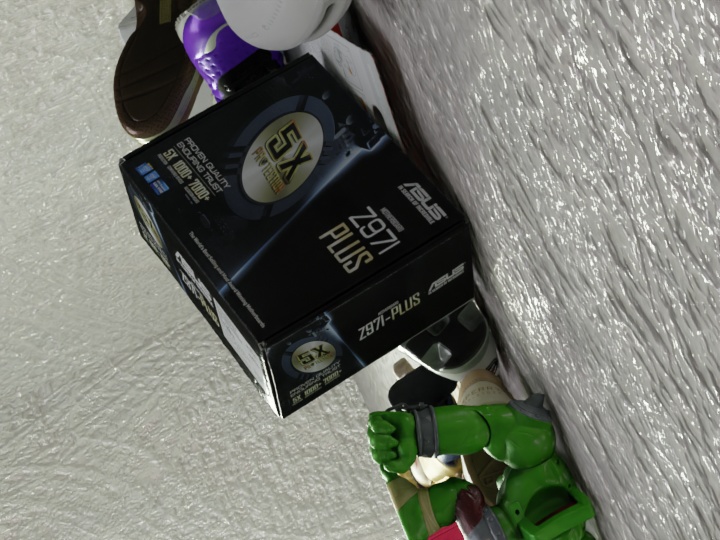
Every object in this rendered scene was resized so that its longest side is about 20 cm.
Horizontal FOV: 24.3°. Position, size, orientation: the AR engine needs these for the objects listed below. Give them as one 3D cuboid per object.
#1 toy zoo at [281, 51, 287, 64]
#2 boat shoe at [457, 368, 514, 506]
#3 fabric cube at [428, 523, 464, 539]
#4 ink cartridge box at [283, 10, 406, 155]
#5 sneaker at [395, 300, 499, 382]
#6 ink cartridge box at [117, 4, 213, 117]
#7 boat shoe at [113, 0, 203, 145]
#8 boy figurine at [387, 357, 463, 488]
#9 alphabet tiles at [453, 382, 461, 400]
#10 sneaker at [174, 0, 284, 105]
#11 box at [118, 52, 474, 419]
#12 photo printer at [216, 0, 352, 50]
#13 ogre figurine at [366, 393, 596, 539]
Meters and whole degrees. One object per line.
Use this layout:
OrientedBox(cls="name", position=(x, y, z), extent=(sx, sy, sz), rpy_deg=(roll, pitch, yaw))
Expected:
OrientedBox(cls="toy zoo", position=(-0.051, -0.126, 1.396), extent=(0.130, 0.021, 0.201), rpy_deg=(10, 141, 29))
OrientedBox(cls="boat shoe", position=(0.110, 0.157, 1.196), extent=(0.065, 0.071, 0.201), rpy_deg=(-104, 0, -53))
OrientedBox(cls="fabric cube", position=(0.097, 0.366, 1.444), extent=(0.201, 0.195, 0.200), rpy_deg=(59, -177, -44))
OrientedBox(cls="ink cartridge box", position=(0.003, -0.128, 1.216), extent=(0.200, 0.050, 0.163), rpy_deg=(39, 154, 54))
OrientedBox(cls="sneaker", position=(0.027, 0.020, 1.237), extent=(0.200, 0.074, 0.089), rpy_deg=(46, 179, 31))
OrientedBox(cls="ink cartridge box", position=(-0.133, -0.213, 1.559), extent=(0.201, 0.083, 0.145), rpy_deg=(-66, -41, -55))
OrientedBox(cls="boat shoe", position=(-0.148, -0.168, 1.346), extent=(0.076, 0.071, 0.202), rpy_deg=(66, -157, -49))
OrientedBox(cls="boy figurine", position=(0.057, 0.130, 1.335), extent=(0.125, 0.064, 0.200), rpy_deg=(63, 171, 17))
OrientedBox(cls="alphabet tiles", position=(0.095, 0.111, 1.367), extent=(0.201, 0.014, 0.197), rpy_deg=(73, 172, -59))
OrientedBox(cls="sneaker", position=(-0.075, -0.135, 1.255), extent=(0.100, 0.069, 0.200), rpy_deg=(58, 177, 21))
OrientedBox(cls="box", position=(-0.044, -0.028, 1.139), extent=(0.200, 0.163, 0.086), rpy_deg=(50, 162, 33))
OrientedBox(cls="photo printer", position=(-0.066, -0.237, 1.022), extent=(0.202, 0.069, 0.166), rpy_deg=(66, 161, 1))
OrientedBox(cls="ogre figurine", position=(0.091, 0.167, 1.092), extent=(0.098, 0.119, 0.202), rpy_deg=(63, -175, -86))
